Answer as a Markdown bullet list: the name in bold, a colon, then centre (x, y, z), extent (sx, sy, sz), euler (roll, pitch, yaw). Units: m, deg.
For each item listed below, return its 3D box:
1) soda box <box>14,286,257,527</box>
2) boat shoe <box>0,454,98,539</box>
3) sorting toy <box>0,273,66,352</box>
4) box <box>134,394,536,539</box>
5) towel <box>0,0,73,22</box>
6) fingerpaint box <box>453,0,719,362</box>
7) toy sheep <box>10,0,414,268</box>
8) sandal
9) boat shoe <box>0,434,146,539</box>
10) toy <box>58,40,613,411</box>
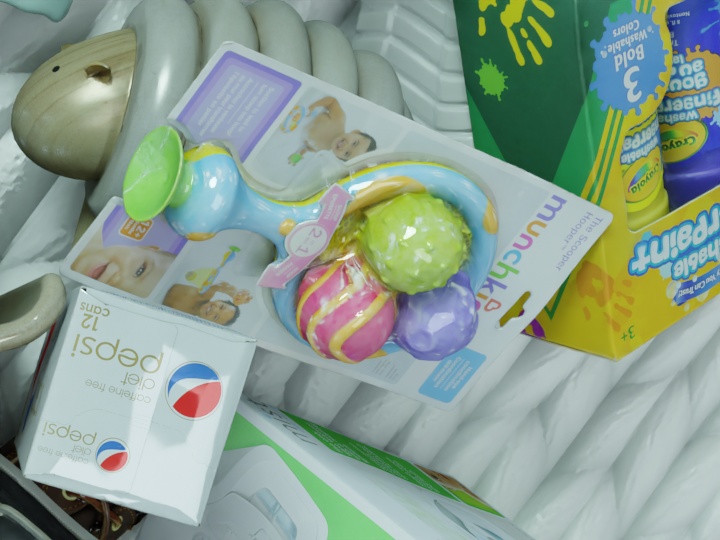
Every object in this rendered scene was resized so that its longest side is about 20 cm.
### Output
- **soda box**: centre (-0.090, 0.048, 0.731), extent (0.063, 0.200, 0.068), euler (17, 85, -9)
- **boat shoe**: centre (-0.148, 0.124, 0.768), extent (0.200, 0.060, 0.074), euler (34, 104, 0)
- **sorting toy**: centre (-0.219, 0.040, 0.732), extent (0.199, 0.185, 0.037), euler (-19, 92, -18)
- **box**: centre (0.027, 0.156, 0.842), extent (0.176, 0.200, 0.097), euler (28, 95, -46)
- **towel**: centre (-0.168, -0.207, 0.734), extent (0.200, 0.048, 0.172), euler (21, 100, -29)
- **fingerpaint box**: centre (0.143, -0.079, 0.866), extent (0.200, 0.073, 0.167), euler (-28, 120, -36)
- **toy sheep**: centre (-0.045, -0.046, 0.800), extent (0.199, 0.138, 0.138), euler (13, 103, -23)
- **sandal**: centre (0.028, -0.076, 0.864), extent (0.050, 0.082, 0.203), euler (-19, 127, -65)
- **boat shoe**: centre (-0.138, 0.106, 0.849), extent (0.200, 0.070, 0.071), euler (-32, 117, -12)
- **toy**: centre (0.000, 0.000, 0.741), extent (0.200, 0.047, 0.115), euler (23, 118, -33)
